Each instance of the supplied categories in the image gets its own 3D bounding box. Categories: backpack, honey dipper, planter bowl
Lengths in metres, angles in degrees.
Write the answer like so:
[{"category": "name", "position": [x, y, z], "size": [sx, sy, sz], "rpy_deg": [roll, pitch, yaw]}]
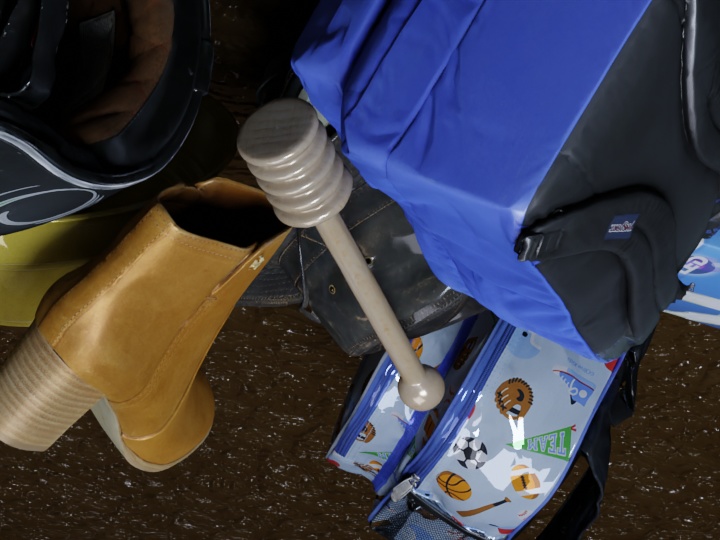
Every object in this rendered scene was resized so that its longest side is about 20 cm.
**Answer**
[{"category": "backpack", "position": [0.079, 0.061, 1.391], "size": [0.154, 0.200, 0.190], "rpy_deg": [27, 152, -11]}, {"category": "backpack", "position": [0.078, -0.069, 1.071], "size": [0.168, 0.163, 0.200], "rpy_deg": [31, 172, 30]}, {"category": "honey dipper", "position": [0.000, 0.000, 1.129], "size": [0.038, 0.038, 0.200], "rpy_deg": [-2, 143, 26]}, {"category": "planter bowl", "position": [-0.158, -0.029, 1.202], "size": [0.200, 0.200, 0.084], "rpy_deg": [6, 116, 7]}]

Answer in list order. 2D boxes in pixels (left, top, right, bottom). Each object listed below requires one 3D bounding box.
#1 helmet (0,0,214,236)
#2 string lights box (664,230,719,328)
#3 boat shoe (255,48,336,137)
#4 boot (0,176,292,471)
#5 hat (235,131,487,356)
[{"category": "helmet", "position": [-0.180, -0.103, 1.042], "size": [0.191, 0.200, 0.200], "rpy_deg": [0, 158, 31]}, {"category": "string lights box", "position": [0.213, -0.007, 1.303], "size": [0.200, 0.059, 0.103], "rpy_deg": [16, 159, -18]}, {"category": "boat shoe", "position": [-0.019, -0.076, 1.217], "size": [0.066, 0.074, 0.199], "rpy_deg": [51, 179, 17]}, {"category": "boot", "position": [-0.078, 0.022, 1.150], "size": [0.144, 0.071, 0.201], "rpy_deg": [-44, 163, 16]}, {"category": "hat", "position": [0.024, -0.008, 1.212], "size": [0.200, 0.081, 0.201], "rpy_deg": [-25, 161, -9]}]
